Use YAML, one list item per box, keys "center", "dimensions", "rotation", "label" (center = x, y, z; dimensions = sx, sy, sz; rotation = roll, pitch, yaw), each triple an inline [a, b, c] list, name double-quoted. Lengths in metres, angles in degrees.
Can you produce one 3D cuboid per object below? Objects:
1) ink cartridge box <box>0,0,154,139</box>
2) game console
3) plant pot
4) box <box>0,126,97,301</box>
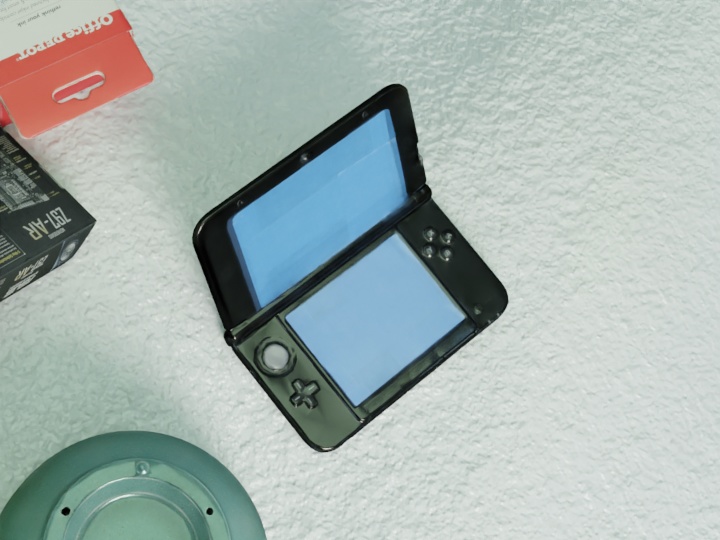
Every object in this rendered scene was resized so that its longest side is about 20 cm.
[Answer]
- center: [-0.249, -0.190, 1.117]
  dimensions: [0.116, 0.067, 0.201]
  rotation: [-27, 79, -18]
  label: "ink cartridge box"
- center: [0.000, 0.000, 1.078]
  dimensions: [0.199, 0.116, 0.176]
  rotation: [-36, 82, -20]
  label: "game console"
- center: [-0.148, 0.194, 0.973]
  dimensions: [0.198, 0.134, 0.202]
  rotation: [4, 71, -11]
  label: "plant pot"
- center: [-0.299, -0.042, 1.014]
  dimensions: [0.160, 0.044, 0.200]
  rotation: [44, 34, 4]
  label: "box"
